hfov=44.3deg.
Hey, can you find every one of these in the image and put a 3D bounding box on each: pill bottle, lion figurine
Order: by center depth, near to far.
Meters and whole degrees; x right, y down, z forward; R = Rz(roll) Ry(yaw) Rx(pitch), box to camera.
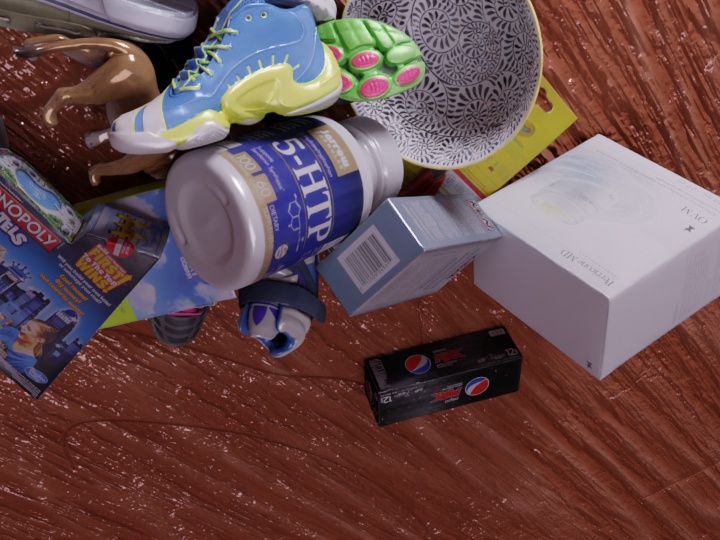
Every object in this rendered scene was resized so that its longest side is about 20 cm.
[{"bbox_3d":[-0.187,-0.134,0.732,0.122,0.073,0.200,-13,156,4],"label":"lion figurine"},{"bbox_3d":[-0.059,-0.071,0.781,0.200,0.120,0.120,-27,141,-41],"label":"pill bottle"}]

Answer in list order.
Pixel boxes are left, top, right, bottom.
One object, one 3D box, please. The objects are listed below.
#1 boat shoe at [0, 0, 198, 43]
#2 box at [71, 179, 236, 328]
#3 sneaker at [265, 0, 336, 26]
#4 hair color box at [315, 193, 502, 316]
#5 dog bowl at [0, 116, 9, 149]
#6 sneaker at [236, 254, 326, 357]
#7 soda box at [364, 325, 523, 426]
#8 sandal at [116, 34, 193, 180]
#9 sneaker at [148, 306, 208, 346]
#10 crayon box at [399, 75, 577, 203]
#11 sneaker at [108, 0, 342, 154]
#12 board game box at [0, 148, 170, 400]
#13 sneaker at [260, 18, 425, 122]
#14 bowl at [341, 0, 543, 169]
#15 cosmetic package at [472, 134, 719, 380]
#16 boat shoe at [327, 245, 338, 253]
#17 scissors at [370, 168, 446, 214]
[{"bbox_3d":[-0.230,-0.215,0.707,0.199,0.072,0.062,15,129,-4],"label":"boat shoe"},{"bbox_3d":[-0.221,-0.013,0.841,0.199,0.048,0.123,-13,109,14],"label":"box"},{"bbox_3d":[-0.084,-0.265,0.734,0.078,0.100,0.200,-7,168,32],"label":"sneaker"},{"bbox_3d":[0.053,-0.020,0.856,0.099,0.061,0.200,-42,166,25],"label":"hair color box"},{"bbox_3d":[-0.408,-0.094,0.759,0.199,0.059,0.201,-12,132,-13],"label":"dog bowl"},{"bbox_3d":[-0.086,-0.005,0.892,0.080,0.147,0.201,0,136,10],"label":"sneaker"},{"bbox_3d":[0.107,0.137,1.154,0.199,0.063,0.071,-12,132,-12],"label":"soda box"},{"bbox_3d":[-0.184,-0.166,0.797,0.076,0.043,0.201,-10,131,-14],"label":"sandal"},{"bbox_3d":[-0.178,0.013,0.919,0.073,0.088,0.201,6,126,-26],"label":"sneaker"},{"bbox_3d":[0.115,-0.138,0.936,0.200,0.051,0.127,-40,131,14],"label":"crayon box"},{"bbox_3d":[-0.112,-0.160,0.698,0.199,0.076,0.106,-22,108,-28],"label":"sneaker"},{"bbox_3d":[-0.279,-0.011,0.777,0.199,0.062,0.200,-31,117,16],"label":"board game box"},{"bbox_3d":[-0.039,-0.179,0.802,0.199,0.084,0.077,-5,96,14],"label":"sneaker"},{"bbox_3d":[0.087,-0.203,0.817,0.094,0.200,0.201,-34,153,-54],"label":"bowl"},{"bbox_3d":[0.257,-0.023,0.953,0.199,0.199,0.123,-30,136,-21],"label":"cosmetic package"},{"bbox_3d":[-0.001,-0.002,0.969,0.068,0.074,0.199,-38,158,11],"label":"boat shoe"},{"bbox_3d":[0.084,-0.103,0.912,0.073,0.014,0.200,32,110,-37],"label":"scissors"}]
